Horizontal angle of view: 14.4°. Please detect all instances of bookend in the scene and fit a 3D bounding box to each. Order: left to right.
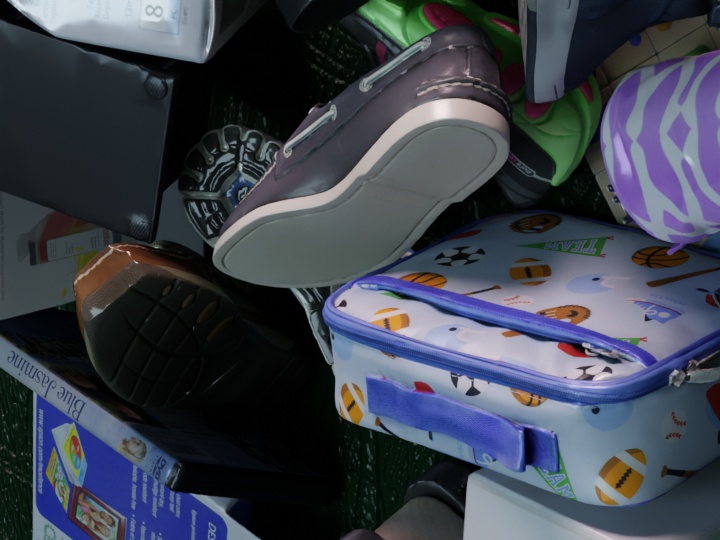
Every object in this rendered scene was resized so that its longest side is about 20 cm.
[{"bbox_3d":[-0.147,-0.121,1.454,0.199,0.199,0.092,20,121,16],"label":"bookend"}]

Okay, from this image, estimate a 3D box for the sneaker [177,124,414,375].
[{"bbox_3d":[0.000,0.000,1.418,0.079,0.089,0.200,-43,90,16],"label":"sneaker"}]

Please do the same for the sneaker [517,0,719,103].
[{"bbox_3d":[0.136,-0.123,1.186,0.202,0.145,0.077,87,176,-82],"label":"sneaker"}]

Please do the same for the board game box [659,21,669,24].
[{"bbox_3d":[0.134,-0.210,1.222,0.105,0.023,0.201,-8,100,49],"label":"board game box"}]

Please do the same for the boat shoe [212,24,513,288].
[{"bbox_3d":[0.001,-0.049,1.310,0.200,0.072,0.063,-33,46,48],"label":"boat shoe"}]

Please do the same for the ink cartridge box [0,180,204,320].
[{"bbox_3d":[-0.201,-0.034,1.508,0.145,0.200,0.084,14,109,42],"label":"ink cartridge box"}]

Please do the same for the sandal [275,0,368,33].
[{"bbox_3d":[0.048,-0.157,1.244,0.200,0.075,0.048,-38,78,33],"label":"sandal"}]

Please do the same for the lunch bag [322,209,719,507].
[{"bbox_3d":[0.089,0.037,1.263,0.199,0.160,0.076,14,118,43],"label":"lunch bag"}]

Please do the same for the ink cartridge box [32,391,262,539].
[{"bbox_3d":[-0.106,0.173,1.593,0.200,0.047,0.198,32,133,30],"label":"ink cartridge box"}]

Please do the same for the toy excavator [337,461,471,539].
[{"bbox_3d":[0.051,0.231,1.444,0.200,0.100,0.195,43,133,14],"label":"toy excavator"}]

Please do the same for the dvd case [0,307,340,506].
[{"bbox_3d":[-0.121,0.068,1.515,0.200,0.142,0.018,32,100,33],"label":"dvd case"}]

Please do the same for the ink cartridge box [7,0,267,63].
[{"bbox_3d":[-0.146,-0.155,1.380,0.199,0.160,0.047,9,112,10],"label":"ink cartridge box"}]

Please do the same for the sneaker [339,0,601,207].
[{"bbox_3d":[0.026,-0.099,1.343,0.200,0.077,0.084,44,134,32],"label":"sneaker"}]

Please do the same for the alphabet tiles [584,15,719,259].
[{"bbox_3d":[0.161,-0.095,1.260,0.200,0.006,0.167,-31,82,47],"label":"alphabet tiles"}]

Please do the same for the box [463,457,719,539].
[{"bbox_3d":[0.128,0.175,1.291,0.106,0.152,0.201,23,120,38],"label":"box"}]

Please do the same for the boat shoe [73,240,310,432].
[{"bbox_3d":[-0.096,0.025,1.447,0.076,0.200,0.074,-38,64,5],"label":"boat shoe"}]

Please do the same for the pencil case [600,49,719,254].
[{"bbox_3d":[0.194,-0.059,1.182,0.200,0.084,0.086,-6,123,47],"label":"pencil case"}]
